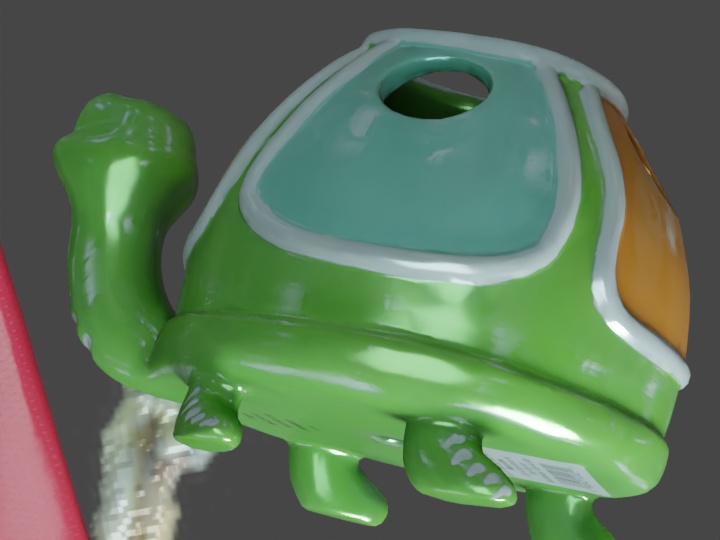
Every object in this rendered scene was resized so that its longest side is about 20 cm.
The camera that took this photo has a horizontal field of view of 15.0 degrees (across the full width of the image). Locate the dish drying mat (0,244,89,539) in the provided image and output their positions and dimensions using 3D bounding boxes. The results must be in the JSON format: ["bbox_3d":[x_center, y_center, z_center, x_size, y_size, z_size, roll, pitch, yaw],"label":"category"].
[{"bbox_3d":[-0.134,0.049,0.862,0.077,0.018,0.200,-17,89,9],"label":"dish drying mat"}]

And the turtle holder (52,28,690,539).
[{"bbox_3d":[0.010,0.003,0.795,0.185,0.141,0.132,3,75,46],"label":"turtle holder"}]
